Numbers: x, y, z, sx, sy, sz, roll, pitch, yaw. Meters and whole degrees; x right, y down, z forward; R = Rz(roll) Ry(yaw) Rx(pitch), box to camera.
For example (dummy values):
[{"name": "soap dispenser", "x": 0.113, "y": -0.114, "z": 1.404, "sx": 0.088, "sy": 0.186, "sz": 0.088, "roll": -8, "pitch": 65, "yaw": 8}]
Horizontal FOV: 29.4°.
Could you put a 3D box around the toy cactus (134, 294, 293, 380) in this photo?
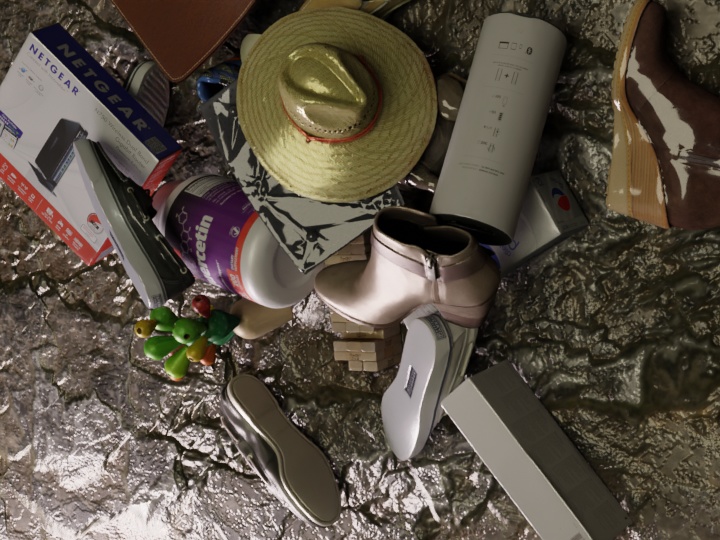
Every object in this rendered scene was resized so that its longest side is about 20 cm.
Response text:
[{"name": "toy cactus", "x": -0.157, "y": 0.054, "z": 1.492, "sx": 0.164, "sy": 0.200, "sz": 0.103, "roll": -16, "pitch": 75, "yaw": -5}]

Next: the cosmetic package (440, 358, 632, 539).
[{"name": "cosmetic package", "x": 0.169, "y": 0.186, "z": 1.324, "sx": 0.200, "sy": 0.082, "sz": 0.051, "roll": 53, "pitch": 125, "yaw": 14}]

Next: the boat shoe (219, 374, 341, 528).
[{"name": "boat shoe", "x": -0.090, "y": 0.205, "z": 1.516, "sx": 0.200, "sy": 0.067, "sz": 0.057, "roll": 54, "pitch": 139, "yaw": 19}]

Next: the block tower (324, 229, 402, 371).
[{"name": "block tower", "x": 0.000, "y": 0.000, "z": 1.415, "sx": 0.054, "sy": 0.058, "sz": 0.201, "roll": -1, "pitch": 98, "yaw": 33}]

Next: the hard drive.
[{"name": "hard drive", "x": -0.054, "y": -0.111, "z": 1.338, "sx": 0.135, "sy": 0.042, "sz": 0.200, "roll": -35, "pitch": 79, "yaw": 11}]

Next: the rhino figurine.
[{"name": "rhino figurine", "x": 0.064, "y": -0.102, "z": 1.345, "sx": 0.087, "sy": 0.060, "sz": 0.200, "roll": 41, "pitch": 115, "yaw": 23}]

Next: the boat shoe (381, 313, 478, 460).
[{"name": "boat shoe", "x": 0.072, "y": 0.115, "z": 1.382, "sx": 0.072, "sy": 0.065, "sz": 0.201, "roll": 55, "pitch": 146, "yaw": 39}]

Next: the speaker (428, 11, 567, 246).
[{"name": "speaker", "x": 0.124, "y": -0.126, "z": 1.239, "sx": 0.081, "sy": 0.081, "sz": 0.201, "roll": 8, "pitch": 75, "yaw": 32}]

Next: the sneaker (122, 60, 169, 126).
[{"name": "sneaker", "x": -0.275, "y": -0.148, "z": 1.555, "sx": 0.079, "sy": 0.078, "sz": 0.201, "roll": 24, "pitch": 114, "yaw": 22}]

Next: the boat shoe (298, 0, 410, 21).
[{"name": "boat shoe", "x": 0.005, "y": -0.279, "z": 1.342, "sx": 0.199, "sy": 0.076, "sz": 0.072, "roll": -26, "pitch": 85, "yaw": 35}]

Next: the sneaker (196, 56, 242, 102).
[{"name": "sneaker", "x": -0.106, "y": -0.139, "z": 1.444, "sx": 0.200, "sy": 0.078, "sz": 0.075, "roll": 48, "pitch": 122, "yaw": 16}]

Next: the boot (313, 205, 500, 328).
[{"name": "boot", "x": 0.034, "y": -0.007, "z": 1.254, "sx": 0.199, "sy": 0.146, "sz": 0.071, "roll": 8, "pitch": 61, "yaw": 20}]

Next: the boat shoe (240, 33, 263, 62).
[{"name": "boat shoe", "x": -0.036, "y": -0.189, "z": 1.399, "sx": 0.201, "sy": 0.063, "sz": 0.074, "roll": 30, "pitch": 131, "yaw": 24}]

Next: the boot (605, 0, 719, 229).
[{"name": "boot", "x": 0.303, "y": -0.133, "z": 1.192, "sx": 0.165, "sy": 0.072, "sz": 0.201, "roll": 6, "pitch": 102, "yaw": 20}]

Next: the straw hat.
[{"name": "straw hat", "x": -0.031, "y": -0.166, "z": 1.271, "sx": 0.200, "sy": 0.085, "sz": 0.202, "roll": -1, "pitch": 81, "yaw": 7}]

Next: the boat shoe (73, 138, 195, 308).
[{"name": "boat shoe", "x": -0.237, "y": -0.055, "z": 1.430, "sx": 0.201, "sy": 0.056, "sz": 0.069, "roll": 61, "pitch": 163, "yaw": 13}]

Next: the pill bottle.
[{"name": "pill bottle", "x": -0.136, "y": -0.037, "z": 1.453, "sx": 0.199, "sy": 0.112, "sz": 0.113, "roll": 19, "pitch": 110, "yaw": 42}]

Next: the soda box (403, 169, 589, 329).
[{"name": "soda box", "x": 0.117, "y": -0.019, "z": 1.325, "sx": 0.200, "sy": 0.068, "sz": 0.064, "roll": -33, "pitch": 81, "yaw": 33}]

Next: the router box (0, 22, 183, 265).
[{"name": "router box", "x": -0.316, "y": -0.137, "z": 1.507, "sx": 0.200, "sy": 0.049, "sz": 0.180, "roll": 44, "pitch": 125, "yaw": 5}]

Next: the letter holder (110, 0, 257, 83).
[{"name": "letter holder", "x": -0.145, "y": -0.306, "z": 1.425, "sx": 0.200, "sy": 0.100, "sz": 0.142, "roll": -44, "pitch": 77, "yaw": 32}]
